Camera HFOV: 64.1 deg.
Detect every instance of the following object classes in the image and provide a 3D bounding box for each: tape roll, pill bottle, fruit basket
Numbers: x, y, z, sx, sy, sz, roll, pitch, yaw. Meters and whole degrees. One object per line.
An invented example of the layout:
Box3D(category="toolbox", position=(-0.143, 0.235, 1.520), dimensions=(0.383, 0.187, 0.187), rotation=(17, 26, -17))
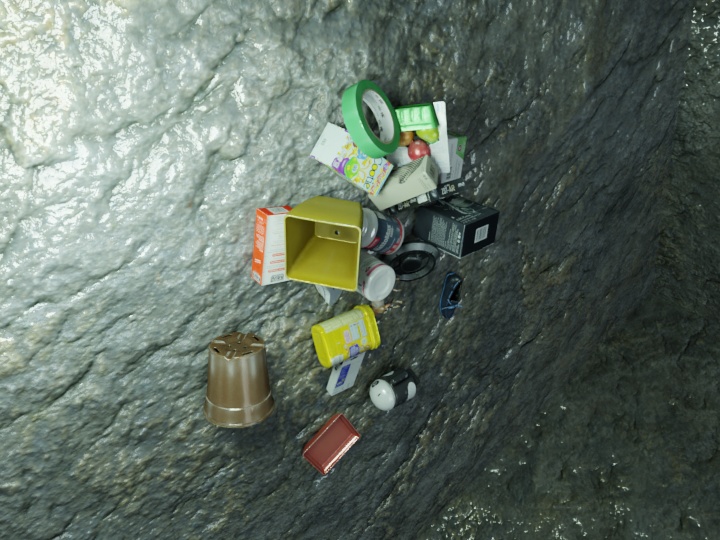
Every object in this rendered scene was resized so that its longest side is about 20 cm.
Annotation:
Box3D(category="tape roll", position=(0.030, -0.398, 1.517), dimensions=(0.200, 0.048, 0.202), rotation=(26, 56, -48))
Box3D(category="pill bottle", position=(0.027, -0.121, 1.717), dimensions=(0.199, 0.119, 0.120), rotation=(11, 106, -46))
Box3D(category="fruit basket", position=(0.160, -0.375, 1.651), dimensions=(0.094, 0.184, 0.201), rotation=(-67, 150, -58))
Box3D(category="pill bottle", position=(0.000, 0.000, 1.702), dimensions=(0.113, 0.200, 0.114), rotation=(-23, 129, -32))

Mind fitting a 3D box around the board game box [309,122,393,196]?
Box3D(category="board game box", position=(-0.021, -0.300, 1.571), dimensions=(0.199, 0.103, 0.105), rotation=(26, 96, -48))

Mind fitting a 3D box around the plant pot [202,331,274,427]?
Box3D(category="plant pot", position=(-0.335, 0.289, 1.579), dimensions=(0.199, 0.200, 0.200), rotation=(-13, 115, -38))

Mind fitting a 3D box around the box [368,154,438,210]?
Box3D(category="box", position=(0.124, -0.252, 1.661), dimensions=(0.068, 0.199, 0.083), rotation=(45, 40, -34))

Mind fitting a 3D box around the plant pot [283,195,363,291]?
Box3D(category="plant pot", position=(-0.082, -0.090, 1.535), dimensions=(0.177, 0.198, 0.201), rotation=(-69, 167, -53))

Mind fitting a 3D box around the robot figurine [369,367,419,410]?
Box3D(category="robot figurine", position=(0.126, 0.441, 2.155), dimensions=(0.199, 0.124, 0.152), rotation=(-21, 110, -34))

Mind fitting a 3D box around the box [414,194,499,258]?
Box3D(category="box", position=(0.320, -0.152, 1.909), dimensions=(0.199, 0.196, 0.125), rotation=(-22, 126, -39))

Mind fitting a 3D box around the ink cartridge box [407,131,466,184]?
Box3D(category="ink cartridge box", position=(0.227, -0.347, 1.795), dimensions=(0.199, 0.084, 0.146), rotation=(-17, 125, -36))

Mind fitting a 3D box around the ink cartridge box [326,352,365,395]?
Box3D(category="ink cartridge box", position=(-0.050, 0.337, 1.946), dimensions=(0.099, 0.039, 0.201), rotation=(-17, 142, -36))

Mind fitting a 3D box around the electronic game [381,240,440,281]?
Box3D(category="electronic game", position=(0.166, -0.029, 1.899), dimensions=(0.198, 0.042, 0.201), rotation=(-6, 142, -5))

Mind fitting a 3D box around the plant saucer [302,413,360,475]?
Box3D(category="plant saucer", position=(-0.111, 0.629, 2.106), dimensions=(0.200, 0.037, 0.200), rotation=(-44, 137, -14))

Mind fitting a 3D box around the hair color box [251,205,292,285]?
Box3D(category="hair color box", position=(-0.231, -0.067, 1.545), dimensions=(0.101, 0.061, 0.202), rotation=(-11, 120, -39))

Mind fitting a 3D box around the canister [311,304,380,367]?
Box3D(category="canister", position=(-0.048, 0.210, 1.848), dimensions=(0.199, 0.086, 0.150), rotation=(-20, 101, -31))

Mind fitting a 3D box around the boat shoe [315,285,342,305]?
Box3D(category="boat shoe", position=(-0.101, 0.039, 1.732), dimensions=(0.074, 0.065, 0.200), rotation=(-48, 159, -21))

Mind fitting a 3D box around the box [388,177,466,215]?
Box3D(category="box", position=(0.201, -0.226, 1.764), dimensions=(0.159, 0.199, 0.044), rotation=(-21, 95, -33))

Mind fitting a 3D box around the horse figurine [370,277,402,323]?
Box3D(category="horse figurine", position=(0.076, 0.095, 1.937), dimensions=(0.132, 0.050, 0.201), rotation=(-16, 136, -13))

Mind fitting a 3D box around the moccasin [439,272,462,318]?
Box3D(category="moccasin", position=(0.350, 0.107, 2.202), dimensions=(0.080, 0.068, 0.201), rotation=(-25, 130, -31))
